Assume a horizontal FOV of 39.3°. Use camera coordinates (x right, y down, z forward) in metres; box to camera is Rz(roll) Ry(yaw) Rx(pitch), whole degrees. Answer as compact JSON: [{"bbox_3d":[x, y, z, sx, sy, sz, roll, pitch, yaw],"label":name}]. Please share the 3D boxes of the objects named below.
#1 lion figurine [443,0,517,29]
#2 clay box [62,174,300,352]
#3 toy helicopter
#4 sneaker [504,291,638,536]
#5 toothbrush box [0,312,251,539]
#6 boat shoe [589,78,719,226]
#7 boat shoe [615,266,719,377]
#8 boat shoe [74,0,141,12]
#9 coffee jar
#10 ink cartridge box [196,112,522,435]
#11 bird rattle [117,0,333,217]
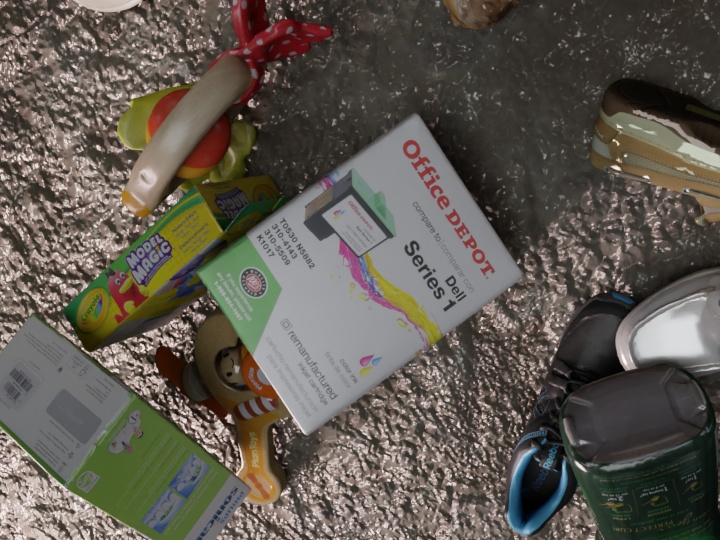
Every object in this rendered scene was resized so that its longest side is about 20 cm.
[{"bbox_3d":[0.135,-0.251,0.681,0.197,0.073,0.124,-18,107,19],"label":"lion figurine"},{"bbox_3d":[-0.140,-0.015,0.826,0.199,0.115,0.048,-39,82,25],"label":"clay box"},{"bbox_3d":[-0.104,0.122,0.882,0.129,0.079,0.204,4,120,12],"label":"toy helicopter"},{"bbox_3d":[0.166,0.115,0.773,0.072,0.082,0.203,23,111,15],"label":"sneaker"},{"bbox_3d":[-0.200,0.142,0.829,0.144,0.201,0.087,29,75,34],"label":"toothbrush box"},{"bbox_3d":[0.256,-0.065,0.701,0.197,0.072,0.077,26,128,19],"label":"boat shoe"},{"bbox_3d":[0.274,0.030,0.695,0.197,0.069,0.072,-20,93,13],"label":"boat shoe"},{"bbox_3d":[-0.177,-0.266,0.782,0.072,0.064,0.199,31,151,-26],"label":"boat shoe"},{"bbox_3d":[0.212,0.169,0.733,0.102,0.086,0.202,-16,126,7],"label":"coffee jar"},{"bbox_3d":[0.000,0.000,0.755,0.198,0.084,0.146,-35,93,-1],"label":"ink cartridge box"},{"bbox_3d":[-0.109,-0.115,0.760,0.113,0.164,0.199,44,137,-14],"label":"bird rattle"}]
